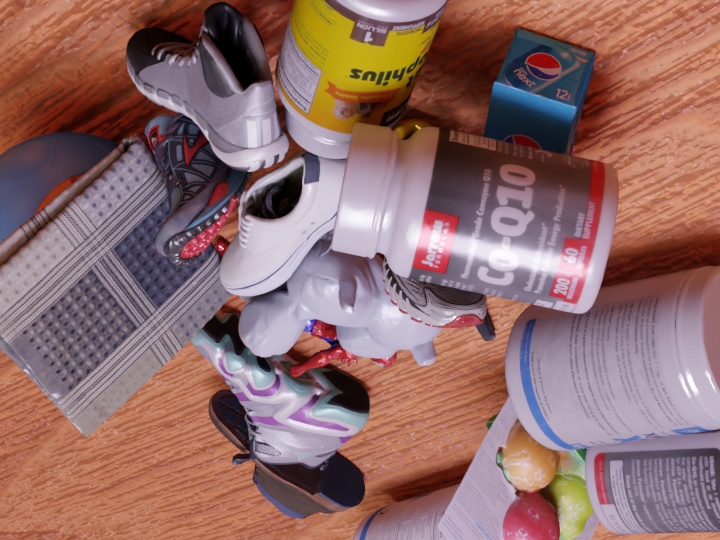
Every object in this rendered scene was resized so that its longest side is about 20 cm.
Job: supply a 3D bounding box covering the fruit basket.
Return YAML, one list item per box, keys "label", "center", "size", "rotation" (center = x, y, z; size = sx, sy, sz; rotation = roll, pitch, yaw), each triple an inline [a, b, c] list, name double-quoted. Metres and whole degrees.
- label: "fruit basket"
  center: [0.156, 0.210, 1.768]
  size: [0.093, 0.200, 0.185]
  rotation: [4, 142, 48]

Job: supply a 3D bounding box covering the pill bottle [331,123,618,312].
- label: "pill bottle"
  center: [0.084, -0.042, 1.430]
  size: [0.198, 0.114, 0.114]
  rotation: [11, 143, -1]

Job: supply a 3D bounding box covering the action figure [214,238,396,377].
- label: "action figure"
  center: [-0.063, 0.056, 1.815]
  size: [0.199, 0.065, 0.099]
  rotation: [25, 135, 1]

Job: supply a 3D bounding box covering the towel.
- label: "towel"
  center: [-0.217, 0.015, 1.618]
  size: [0.034, 0.200, 0.193]
  rotation: [29, 157, 47]

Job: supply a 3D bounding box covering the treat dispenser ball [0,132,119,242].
- label: "treat dispenser ball"
  center: [-0.260, -0.023, 1.715]
  size: [0.200, 0.202, 0.202]
  rotation: [16, 143, 12]

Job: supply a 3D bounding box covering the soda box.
- label: "soda box"
  center: [0.132, -0.093, 1.521]
  size: [0.067, 0.064, 0.201]
  rotation: [18, 143, 8]

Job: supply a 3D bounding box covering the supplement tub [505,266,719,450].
- label: "supplement tub"
  center: [0.233, 0.075, 1.600]
  size: [0.199, 0.132, 0.132]
  rotation: [-12, 130, 41]

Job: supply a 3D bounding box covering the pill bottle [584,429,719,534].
- label: "pill bottle"
  center: [0.311, 0.177, 1.707]
  size: [0.199, 0.114, 0.114]
  rotation: [-6, 134, 35]

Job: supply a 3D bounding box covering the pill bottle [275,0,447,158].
- label: "pill bottle"
  center: [-0.003, -0.175, 1.459]
  size: [0.109, 0.110, 0.200]
  rotation: [24, 144, 1]

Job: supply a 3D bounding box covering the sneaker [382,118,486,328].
- label: "sneaker"
  center: [0.052, -0.038, 1.539]
  size: [0.077, 0.201, 0.082]
  rotation: [-6, 143, -21]

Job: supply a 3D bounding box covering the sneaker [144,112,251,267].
- label: "sneaker"
  center: [-0.143, -0.082, 1.577]
  size: [0.095, 0.200, 0.079]
  rotation: [30, 128, -7]

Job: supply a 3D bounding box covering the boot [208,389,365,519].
- label: "boot"
  center: [-0.099, 0.202, 2.008]
  size: [0.200, 0.075, 0.097]
  rotation: [38, 139, -20]

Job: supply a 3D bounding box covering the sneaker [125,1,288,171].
- label: "sneaker"
  center: [-0.122, -0.175, 1.527]
  size: [0.200, 0.075, 0.116]
  rotation: [40, 144, 37]

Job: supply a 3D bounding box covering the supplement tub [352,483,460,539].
- label: "supplement tub"
  center: [0.095, 0.287, 1.953]
  size: [0.132, 0.132, 0.199]
  rotation: [42, 140, -22]

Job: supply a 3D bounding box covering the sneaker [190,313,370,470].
- label: "sneaker"
  center: [-0.104, 0.137, 1.895]
  size: [0.199, 0.078, 0.140]
  rotation: [31, 122, -7]

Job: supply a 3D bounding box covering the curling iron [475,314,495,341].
- label: "curling iron"
  center: [0.091, -0.001, 1.688]
  size: [0.049, 0.026, 0.201]
  rotation: [9, 141, 25]

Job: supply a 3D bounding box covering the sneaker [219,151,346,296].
- label: "sneaker"
  center: [-0.072, -0.046, 1.593]
  size: [0.070, 0.073, 0.200]
  rotation: [14, 142, -32]

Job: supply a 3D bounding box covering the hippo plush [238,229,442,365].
- label: "hippo plush"
  center: [0.000, 0.000, 1.682]
  size: [0.160, 0.160, 0.200]
  rotation: [15, 157, -32]
